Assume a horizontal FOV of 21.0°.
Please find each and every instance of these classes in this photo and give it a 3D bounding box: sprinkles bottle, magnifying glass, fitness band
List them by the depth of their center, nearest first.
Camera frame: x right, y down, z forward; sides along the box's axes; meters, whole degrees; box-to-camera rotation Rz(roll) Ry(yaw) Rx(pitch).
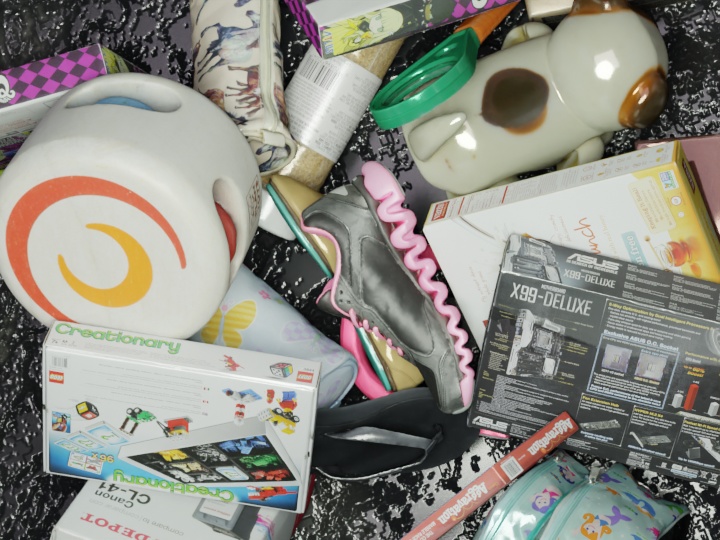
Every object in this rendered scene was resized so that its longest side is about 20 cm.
[{"bbox_3d":[0.070,-0.162,1.443,0.080,0.200,0.022,-18,114,40],"label":"magnifying glass"},{"bbox_3d":[0.083,0.056,1.551,0.200,0.037,0.144,12,87,10],"label":"fitness band"},{"bbox_3d":[-0.034,-0.125,1.561,0.068,0.068,0.200,31,93,10],"label":"sprinkles bottle"}]

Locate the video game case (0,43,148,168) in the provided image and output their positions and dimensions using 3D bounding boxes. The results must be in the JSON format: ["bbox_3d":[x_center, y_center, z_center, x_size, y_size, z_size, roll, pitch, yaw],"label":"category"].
[{"bbox_3d":[-0.267,-0.123,1.548,0.200,0.181,0.036,-15,82,10],"label":"video game case"}]

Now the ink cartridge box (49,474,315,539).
[{"bbox_3d":[-0.134,0.190,1.499,0.147,0.200,0.086,19,125,9],"label":"ink cartridge box"}]

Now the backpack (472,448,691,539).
[{"bbox_3d":[0.151,0.232,1.434,0.150,0.200,0.178,30,106,8],"label":"backpack"}]

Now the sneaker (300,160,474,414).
[{"bbox_3d":[0.018,0.023,1.458,0.095,0.079,0.200,-25,88,-6],"label":"sneaker"}]

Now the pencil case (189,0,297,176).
[{"bbox_3d":[-0.093,-0.165,1.527,0.078,0.089,0.200,11,57,-27],"label":"pencil case"}]

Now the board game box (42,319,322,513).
[{"bbox_3d":[-0.132,0.109,1.424,0.200,0.035,0.126,9,127,2],"label":"board game box"}]

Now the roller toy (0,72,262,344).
[{"bbox_3d":[-0.167,-0.044,1.432,0.200,0.140,0.182,41,124,-13],"label":"roller toy"}]

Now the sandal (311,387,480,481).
[{"bbox_3d":[-0.002,0.137,1.490,0.200,0.043,0.076,-6,127,-13],"label":"sandal"}]

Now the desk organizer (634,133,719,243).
[{"bbox_3d":[0.260,-0.004,1.500,0.077,0.072,0.200,-5,87,13],"label":"desk organizer"}]

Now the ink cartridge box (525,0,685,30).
[{"bbox_3d":[0.194,-0.303,1.522,0.165,0.075,0.200,-12,86,9],"label":"ink cartridge box"}]

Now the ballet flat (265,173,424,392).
[{"bbox_3d":[0.000,0.000,1.517,0.063,0.069,0.200,-31,96,-2],"label":"ballet flat"}]

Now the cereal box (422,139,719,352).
[{"bbox_3d":[0.164,-0.006,1.444,0.200,0.040,0.144,-15,119,23],"label":"cereal box"}]

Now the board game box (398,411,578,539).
[{"bbox_3d":[0.074,0.179,1.463,0.019,0.103,0.200,53,132,8],"label":"board game box"}]

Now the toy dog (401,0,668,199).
[{"bbox_3d":[0.136,-0.138,1.473,0.200,0.194,0.140,-25,71,15],"label":"toy dog"}]

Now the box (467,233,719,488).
[{"bbox_3d":[0.188,0.068,1.434,0.200,0.050,0.158,13,129,6],"label":"box"}]

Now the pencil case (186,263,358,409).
[{"bbox_3d":[-0.093,0.043,1.544,0.200,0.091,0.083,41,98,16],"label":"pencil case"}]

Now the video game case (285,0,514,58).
[{"bbox_3d":[0.017,-0.252,1.482,0.181,0.036,0.200,-18,45,-13],"label":"video game case"}]
